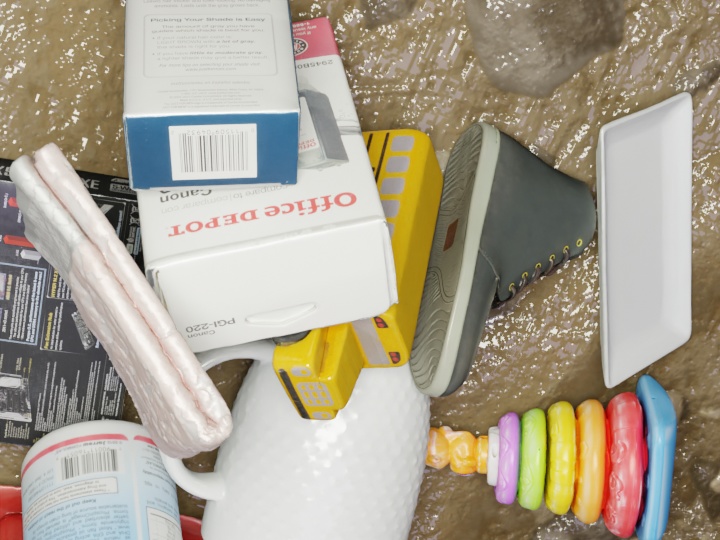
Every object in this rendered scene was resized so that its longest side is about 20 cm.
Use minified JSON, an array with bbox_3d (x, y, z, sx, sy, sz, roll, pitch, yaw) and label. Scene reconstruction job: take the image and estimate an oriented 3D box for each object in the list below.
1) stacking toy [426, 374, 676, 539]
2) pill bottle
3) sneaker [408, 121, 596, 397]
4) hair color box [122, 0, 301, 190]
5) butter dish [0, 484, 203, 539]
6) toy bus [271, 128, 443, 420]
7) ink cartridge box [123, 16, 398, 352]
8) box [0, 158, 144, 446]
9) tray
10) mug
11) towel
[{"bbox_3d":[0.135,0.143,1.026,0.199,0.116,0.110,3,109,4],"label":"stacking toy"},{"bbox_3d":[-0.171,0.211,0.907,0.108,0.201,0.109,-8,144,-6],"label":"pill bottle"},{"bbox_3d":[0.103,0.003,0.928,0.106,0.075,0.201,22,69,-18],"label":"sneaker"},{"bbox_3d":[-0.093,-0.138,0.820,0.100,0.200,0.061,-2,138,-7],"label":"hair color box"},{"bbox_3d":[-0.216,0.283,1.000,0.199,0.148,0.201,12,109,-13],"label":"butter dish"},{"bbox_3d":[0.000,0.000,0.889,0.078,0.201,0.065,-1,140,18],"label":"toy bus"},{"bbox_3d":[-0.067,-0.058,0.849,0.145,0.200,0.085,-12,140,-3],"label":"ink cartridge box"},{"bbox_3d":[-0.236,0.026,0.948,0.157,0.050,0.201,8,110,-10],"label":"box"},{"bbox_3d":[0.204,-0.023,0.983,0.107,0.022,0.201,-23,118,-36],"label":"tray"},{"bbox_3d":[-0.046,0.114,0.951,0.199,0.148,0.176,11,98,-23],"label":"mug"},{"bbox_3d":[-0.146,0.029,0.803,0.032,0.200,0.191,-33,89,-15],"label":"towel"}]
